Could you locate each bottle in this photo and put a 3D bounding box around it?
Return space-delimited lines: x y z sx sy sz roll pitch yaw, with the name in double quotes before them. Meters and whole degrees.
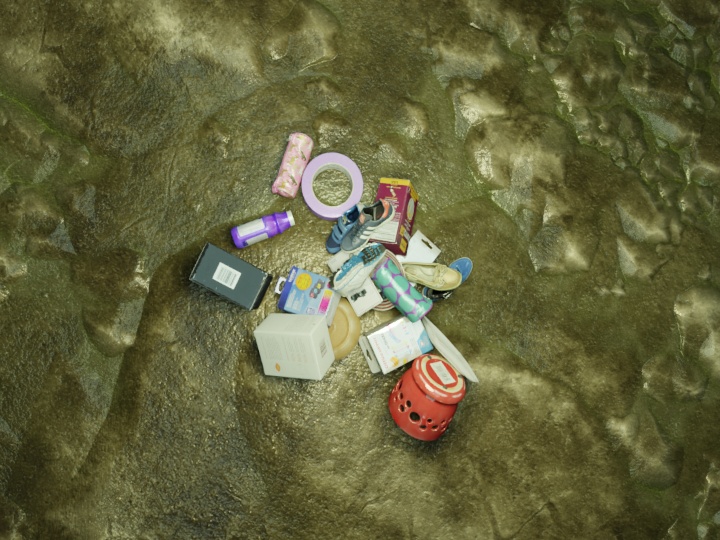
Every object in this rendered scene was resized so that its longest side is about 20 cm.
"bottle" -0.302 -0.132 1.629 0.195 0.084 0.067 -21 88 -5

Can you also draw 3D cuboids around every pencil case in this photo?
"pencil case" 0.122 0.059 1.543 0.092 0.085 0.200 -40 80 -24
"pencil case" -0.215 -0.330 1.651 0.084 0.083 0.206 18 86 -3

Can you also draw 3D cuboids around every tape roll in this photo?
"tape roll" -0.090 -0.266 1.668 0.193 0.066 0.207 0 86 -5

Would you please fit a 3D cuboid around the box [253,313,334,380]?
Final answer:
"box" -0.194 0.221 1.541 0.194 0.107 0.156 1 116 23

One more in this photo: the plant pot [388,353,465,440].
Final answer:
"plant pot" 0.201 0.367 1.554 0.196 0.202 0.186 22 122 -3

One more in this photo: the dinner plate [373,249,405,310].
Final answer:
"dinner plate" 0.057 0.024 1.637 0.195 0.024 0.207 9 108 30

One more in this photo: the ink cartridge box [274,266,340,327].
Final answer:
"ink cartridge box" -0.166 0.076 1.608 0.195 0.076 0.140 16 78 19

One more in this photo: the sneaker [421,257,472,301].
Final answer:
"sneaker" 0.287 0.027 1.660 0.197 0.111 0.078 -34 90 -7

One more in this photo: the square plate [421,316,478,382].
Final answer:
"square plate" 0.263 0.238 1.585 0.028 0.200 0.198 -42 106 7

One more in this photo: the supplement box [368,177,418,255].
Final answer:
"supplement box" 0.104 -0.166 1.624 0.100 0.131 0.206 9 79 21

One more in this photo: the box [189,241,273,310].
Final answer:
"box" -0.376 0.022 1.554 0.196 0.198 0.126 27 87 -3

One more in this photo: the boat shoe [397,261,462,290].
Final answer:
"boat shoe" 0.210 0.010 1.591 0.196 0.063 0.075 14 80 23

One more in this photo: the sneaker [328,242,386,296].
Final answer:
"sneaker" 0.000 0.000 1.548 0.198 0.087 0.075 -38 46 1

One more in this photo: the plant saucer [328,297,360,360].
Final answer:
"plant saucer" -0.096 0.178 1.628 0.194 0.035 0.207 -2 79 8

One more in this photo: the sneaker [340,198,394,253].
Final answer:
"sneaker" 0.008 -0.137 1.534 0.200 0.084 0.075 -44 62 7

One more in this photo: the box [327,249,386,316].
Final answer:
"box" -0.006 0.025 1.626 0.116 0.060 0.203 -34 84 33

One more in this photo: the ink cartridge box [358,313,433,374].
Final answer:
"ink cartridge box" 0.103 0.226 1.623 0.196 0.125 0.131 -26 89 -7

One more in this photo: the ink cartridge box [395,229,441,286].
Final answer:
"ink cartridge box" 0.157 -0.017 1.682 0.108 0.050 0.201 40 83 -1

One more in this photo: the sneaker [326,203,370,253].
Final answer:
"sneaker" -0.046 -0.136 1.629 0.200 0.082 0.075 -45 61 18
